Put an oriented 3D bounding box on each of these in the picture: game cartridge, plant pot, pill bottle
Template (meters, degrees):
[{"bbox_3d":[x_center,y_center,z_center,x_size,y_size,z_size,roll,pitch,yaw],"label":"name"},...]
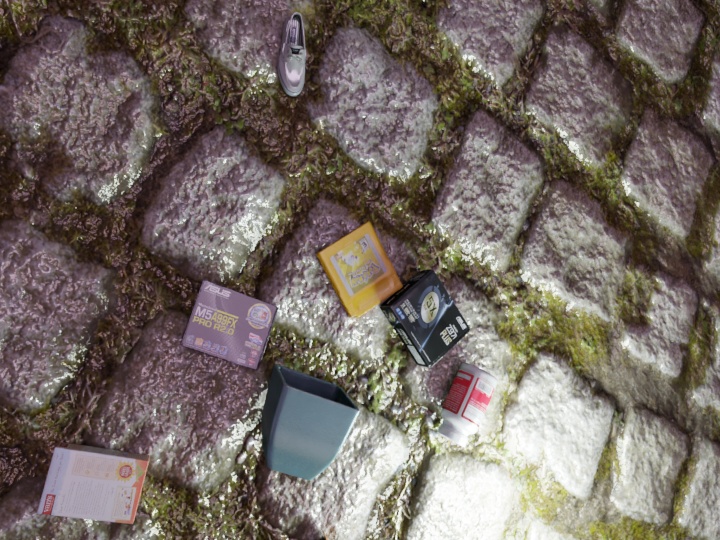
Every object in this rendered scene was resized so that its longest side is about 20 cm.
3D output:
[{"bbox_3d":[0.000,0.000,1.437,0.174,0.032,0.204,-32,96,-18],"label":"game cartridge"},{"bbox_3d":[-0.143,0.369,1.286,0.192,0.196,0.205,23,88,-17],"label":"plant pot"},{"bbox_3d":[0.287,0.368,1.475,0.111,0.112,0.204,31,78,-15],"label":"pill bottle"}]

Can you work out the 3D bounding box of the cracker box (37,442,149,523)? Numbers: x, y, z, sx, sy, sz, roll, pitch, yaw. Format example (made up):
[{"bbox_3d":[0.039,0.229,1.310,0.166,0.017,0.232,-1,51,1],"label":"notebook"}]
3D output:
[{"bbox_3d":[-0.581,0.466,1.186,0.195,0.057,0.138,16,81,-19],"label":"cracker box"}]

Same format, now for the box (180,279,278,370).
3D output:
[{"bbox_3d":[-0.316,0.133,1.308,0.196,0.044,0.165,22,80,-17],"label":"box"}]

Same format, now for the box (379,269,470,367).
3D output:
[{"bbox_3d":[0.175,0.129,1.463,0.162,0.086,0.203,-37,99,-18],"label":"box"}]

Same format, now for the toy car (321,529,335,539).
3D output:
[{"bbox_3d":[-0.062,0.745,1.327,0.179,0.178,0.205,-13,63,-6],"label":"toy car"}]

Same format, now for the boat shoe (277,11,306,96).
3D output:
[{"bbox_3d":[-0.176,-0.560,1.389,0.071,0.067,0.207,-3,88,-19],"label":"boat shoe"}]
